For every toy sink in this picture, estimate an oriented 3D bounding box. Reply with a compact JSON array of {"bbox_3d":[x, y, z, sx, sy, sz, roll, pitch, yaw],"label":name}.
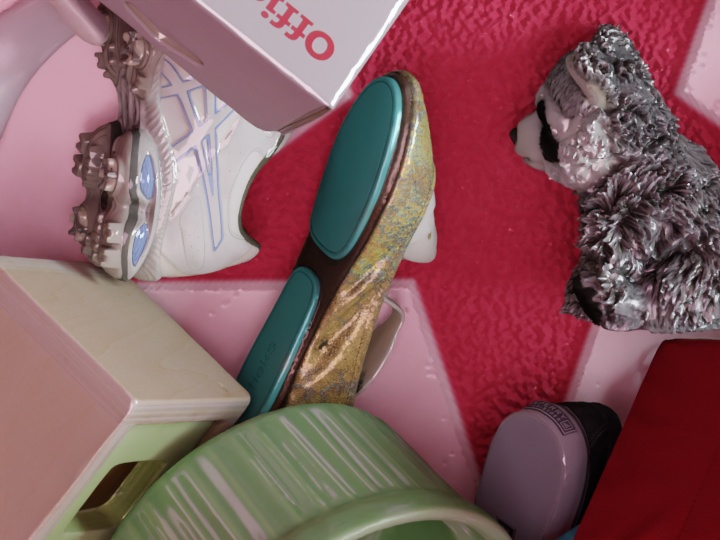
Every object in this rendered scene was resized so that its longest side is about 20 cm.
[{"bbox_3d":[-0.166,0.104,1.224,0.112,0.130,0.200,43,102,17],"label":"toy sink"}]

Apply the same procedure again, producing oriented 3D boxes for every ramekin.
[{"bbox_3d":[-0.032,0.159,1.234,0.199,0.098,0.200,-24,139,-22],"label":"ramekin"}]

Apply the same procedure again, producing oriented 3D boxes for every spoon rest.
[{"bbox_3d":[-0.197,-0.076,1.235,0.200,0.061,0.099,-34,104,22],"label":"spoon rest"}]

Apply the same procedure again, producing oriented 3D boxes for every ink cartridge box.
[{"bbox_3d":[-0.026,-0.182,1.142,0.145,0.087,0.200,38,75,-11],"label":"ink cartridge box"}]

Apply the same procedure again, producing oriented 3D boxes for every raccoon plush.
[{"bbox_3d":[0.170,-0.045,1.226,0.199,0.097,0.135,0,102,-1],"label":"raccoon plush"}]

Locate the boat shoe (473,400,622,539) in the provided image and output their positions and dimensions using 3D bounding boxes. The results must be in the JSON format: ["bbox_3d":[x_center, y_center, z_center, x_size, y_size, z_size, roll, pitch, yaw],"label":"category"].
[{"bbox_3d":[0.080,0.152,1.296,0.056,0.069,0.201,-9,129,-43],"label":"boat shoe"}]

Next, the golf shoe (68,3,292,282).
[{"bbox_3d":[-0.076,-0.092,1.229,0.097,0.078,0.201,3,110,-24],"label":"golf shoe"}]

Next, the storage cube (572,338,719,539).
[{"bbox_3d":[0.205,0.144,1.143,0.200,0.171,0.180,32,74,-22],"label":"storage cube"}]

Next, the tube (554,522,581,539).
[{"bbox_3d":[0.151,0.123,1.235,0.200,0.050,0.078,-28,121,-21],"label":"tube"}]

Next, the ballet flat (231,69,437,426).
[{"bbox_3d":[0.000,0.000,1.255,0.070,0.071,0.201,22,104,-7],"label":"ballet flat"}]
